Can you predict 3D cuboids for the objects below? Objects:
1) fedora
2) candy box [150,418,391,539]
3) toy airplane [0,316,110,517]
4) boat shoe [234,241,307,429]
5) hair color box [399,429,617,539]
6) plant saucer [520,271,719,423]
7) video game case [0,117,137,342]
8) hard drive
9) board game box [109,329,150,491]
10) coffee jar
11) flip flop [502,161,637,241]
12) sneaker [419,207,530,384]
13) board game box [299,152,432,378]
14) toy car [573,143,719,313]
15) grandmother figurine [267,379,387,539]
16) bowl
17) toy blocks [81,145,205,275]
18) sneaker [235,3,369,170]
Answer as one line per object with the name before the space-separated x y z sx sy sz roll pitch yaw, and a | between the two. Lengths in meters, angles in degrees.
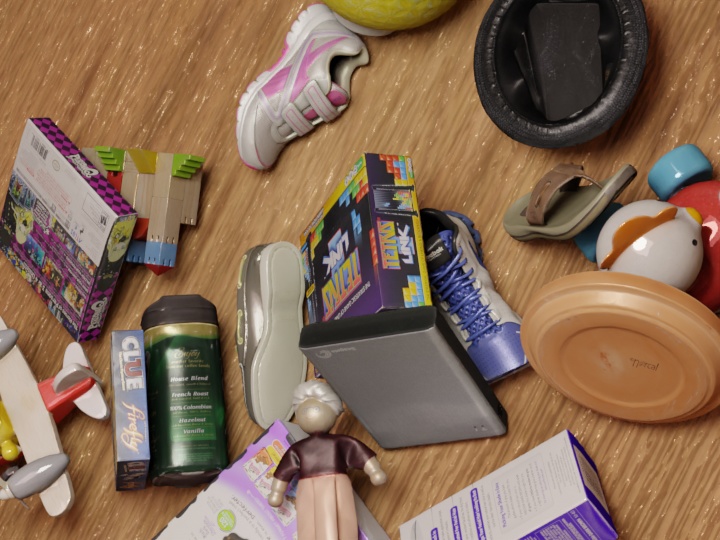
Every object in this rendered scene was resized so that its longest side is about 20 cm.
fedora | 0.211 -0.212 1.442 0.200 0.092 0.201 -6 75 23
candy box | -0.095 0.284 1.475 0.200 0.072 0.168 -43 64 9
toy airplane | -0.383 0.160 1.588 0.200 0.141 0.199 13 88 33
boat shoe | -0.101 0.070 1.534 0.060 0.072 0.202 -2 84 46
hair color box | 0.137 0.250 1.354 0.200 0.065 0.109 -31 27 14
plant saucer | 0.243 0.079 1.304 0.200 0.200 0.032 3 49 25
video game case | -0.343 -0.048 1.636 0.200 0.036 0.181 44 125 32
hard drive | 0.045 0.106 1.383 0.139 0.200 0.033 -10 51 23
board game box | -0.247 0.153 1.515 0.035 0.200 0.136 -2 74 -11
coffee jar | -0.191 0.129 1.538 0.085 0.104 0.200 -2 74 -13
flip flop | 0.192 -0.073 1.378 0.081 0.200 0.058 -44 104 -19
sneaker | 0.094 0.017 1.428 0.080 0.115 0.200 -31 67 16
board game box | 0.000 0.000 1.435 0.200 0.057 0.166 131 138 -58
toy car | 0.286 -0.023 1.301 0.177 0.200 0.184 -39 65 12
grandmother figurine | -0.035 0.204 1.401 0.121 0.061 0.200 -7 68 1
bowl | 0.018 -0.319 1.535 0.200 0.200 0.108 50 142 26
toy blocks | -0.260 -0.067 1.633 0.200 0.100 0.137 7 89 37
sneaker | -0.063 -0.194 1.571 0.088 0.081 0.200 32 93 29
